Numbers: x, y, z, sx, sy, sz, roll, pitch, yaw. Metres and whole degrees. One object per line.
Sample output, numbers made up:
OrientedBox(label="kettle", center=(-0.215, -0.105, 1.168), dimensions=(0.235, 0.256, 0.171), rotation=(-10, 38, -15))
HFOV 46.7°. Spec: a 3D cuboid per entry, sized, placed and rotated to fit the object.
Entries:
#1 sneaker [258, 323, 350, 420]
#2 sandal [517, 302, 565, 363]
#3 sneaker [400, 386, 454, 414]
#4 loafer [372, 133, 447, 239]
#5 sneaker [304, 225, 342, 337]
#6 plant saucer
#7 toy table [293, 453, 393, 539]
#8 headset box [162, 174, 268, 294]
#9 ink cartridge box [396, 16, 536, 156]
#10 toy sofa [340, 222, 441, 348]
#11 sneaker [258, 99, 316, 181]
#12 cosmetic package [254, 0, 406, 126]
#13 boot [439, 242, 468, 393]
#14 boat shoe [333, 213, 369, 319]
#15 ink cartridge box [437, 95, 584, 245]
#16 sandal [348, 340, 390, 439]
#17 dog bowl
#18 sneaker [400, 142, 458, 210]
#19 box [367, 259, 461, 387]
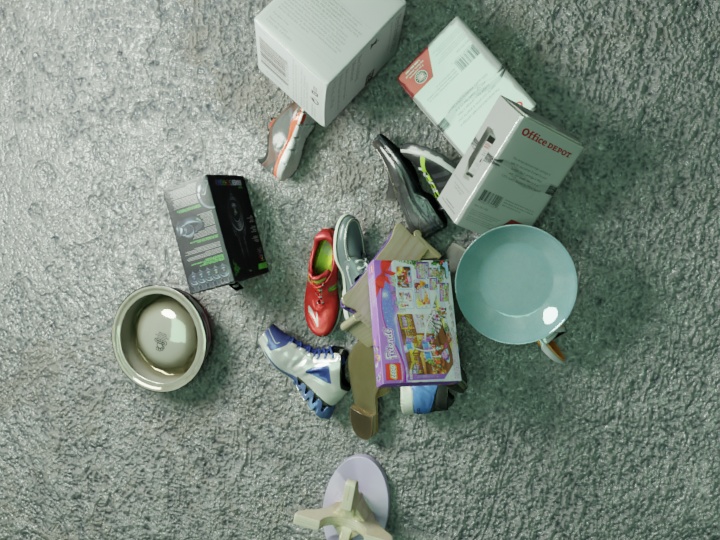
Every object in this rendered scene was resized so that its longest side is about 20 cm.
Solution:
OrientedBox(label="sneaker", center=(-0.085, 0.163, 1.531), dimensions=(0.115, 0.081, 0.200), rotation=(-40, 92, 10))
OrientedBox(label="sandal", center=(0.301, 0.062, 1.420), dimensions=(0.059, 0.079, 0.209), rotation=(-34, 85, 17))
OrientedBox(label="sneaker", center=(0.122, 0.151, 1.476), dimensions=(0.109, 0.077, 0.205), rotation=(-4, 87, 7))
OrientedBox(label="loafer", center=(0.071, -0.144, 1.463), dimensions=(0.072, 0.073, 0.202), rotation=(-33, 86, 19))
OrientedBox(label="sneaker", center=(-0.074, 0.021, 1.505), dimensions=(0.075, 0.085, 0.205), rotation=(6, 96, 14))
OrientedBox(label="plant saucer", center=(0.253, 0.019, 1.363), dimensions=(0.196, 0.039, 0.206), rotation=(3, 108, 9))
OrientedBox(label="toy table", center=(-0.021, 0.450, 1.517), dimensions=(0.180, 0.117, 0.205), rotation=(0, 96, 14))
OrientedBox(label="headset box", center=(-0.254, -0.061, 1.495), dimensions=(0.091, 0.174, 0.204), rotation=(-14, 91, 15))
OrientedBox(label="ink cartridge box", center=(0.181, -0.296, 1.406), dimensions=(0.146, 0.083, 0.201), rotation=(-42, 86, 13))
OrientedBox(label="toy sofa", center=(0.041, 0.022, 1.424), dimensions=(0.097, 0.083, 0.201), rotation=(38, 67, -5))
OrientedBox(label="sneaker", center=(-0.132, -0.267, 1.500), dimensions=(0.081, 0.077, 0.203), rotation=(28, 100, 17))
OrientedBox(label="cosmetic package", center=(-0.051, -0.389, 1.387), dimensions=(0.165, 0.165, 0.200), rotation=(41, 77, 6))
OrientedBox(label="boot", center=(0.166, 0.080, 1.428), dimensions=(0.182, 0.073, 0.200), rotation=(43, 71, 4))
OrientedBox(label="boat shoe", center=(0.000, 0.000, 1.484), dimensions=(0.061, 0.072, 0.205), rotation=(4, 105, 44))
OrientedBox(label="ink cartridge box", center=(0.240, -0.156, 1.341), dimensions=(0.145, 0.083, 0.202), rotation=(18, 115, -32))
OrientedBox(label="sandal", center=(0.025, 0.201, 1.514), dimensions=(0.077, 0.069, 0.216), rotation=(22, 122, 32))
OrientedBox(label="dog bowl", center=(-0.371, 0.125, 1.594), dimensions=(0.195, 0.074, 0.205), rotation=(1, 96, 13))
OrientedBox(label="sneaker", center=(0.146, -0.146, 1.431), dimensions=(0.198, 0.072, 0.084), rotation=(31, 98, 1))
OrientedBox(label="box", center=(0.086, 0.084, 1.352), dimensions=(0.134, 0.039, 0.205), rotation=(1, 73, -16))
